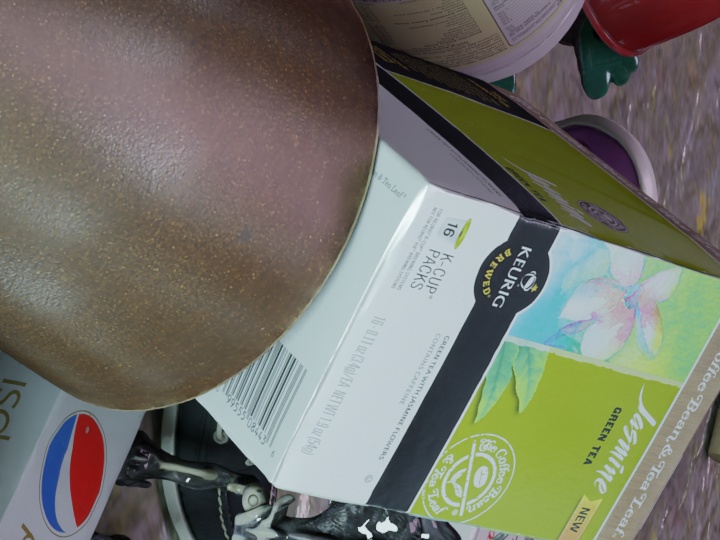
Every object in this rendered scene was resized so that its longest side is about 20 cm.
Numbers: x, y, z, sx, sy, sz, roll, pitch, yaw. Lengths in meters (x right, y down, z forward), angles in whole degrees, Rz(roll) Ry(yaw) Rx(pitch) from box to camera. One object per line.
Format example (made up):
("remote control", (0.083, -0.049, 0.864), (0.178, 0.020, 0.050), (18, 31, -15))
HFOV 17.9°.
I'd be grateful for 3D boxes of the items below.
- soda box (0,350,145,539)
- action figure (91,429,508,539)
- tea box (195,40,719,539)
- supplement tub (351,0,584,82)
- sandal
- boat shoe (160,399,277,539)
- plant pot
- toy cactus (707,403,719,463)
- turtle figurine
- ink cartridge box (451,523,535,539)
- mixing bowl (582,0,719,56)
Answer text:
("soda box", (-0.151, 0.103, 0.898), (0.068, 0.064, 0.200), (65, 40, -51))
("action figure", (-0.020, 0.118, 1.031), (0.102, 0.200, 0.119), (4, 93, -69))
("tea box", (0.020, -0.001, 0.936), (0.197, 0.200, 0.134), (15, 109, -38))
("supplement tub", (0.027, -0.169, 1.011), (0.200, 0.145, 0.145), (41, 60, -70))
("sandal", (0.099, -0.045, 1.281), (0.050, 0.203, 0.083), (-18, 104, -22))
("boat shoe", (-0.057, 0.059, 1.101), (0.076, 0.060, 0.200), (-48, 139, -52))
("plant pot", (-0.127, -0.068, 0.795), (0.200, 0.187, 0.187), (28, 71, -47))
("toy cactus", (0.366, 0.102, 2.057), (0.165, 0.102, 0.200), (-64, 160, -16))
("turtle figurine", (0.082, -0.141, 1.299), (0.101, 0.150, 0.200), (57, 3, -21))
("ink cartridge box", (0.055, 0.193, 1.370), (0.200, 0.085, 0.146), (64, 40, -49))
("mixing bowl", (0.178, -0.216, 1.173), (0.200, 0.108, 0.201), (20, 67, -62))
